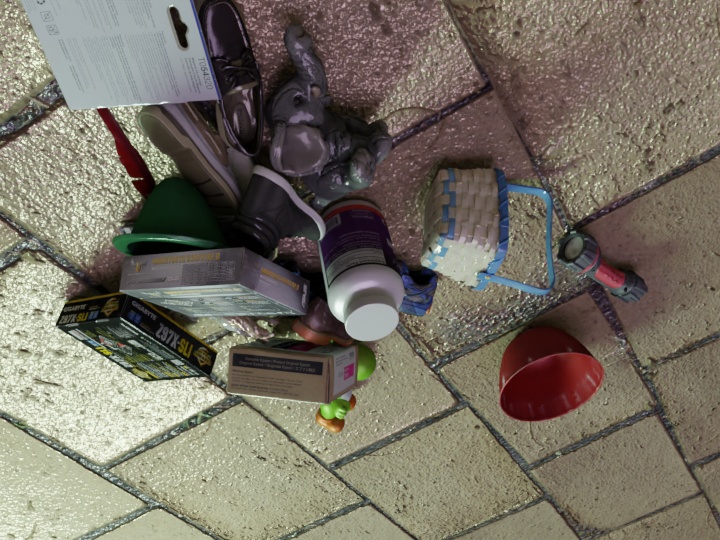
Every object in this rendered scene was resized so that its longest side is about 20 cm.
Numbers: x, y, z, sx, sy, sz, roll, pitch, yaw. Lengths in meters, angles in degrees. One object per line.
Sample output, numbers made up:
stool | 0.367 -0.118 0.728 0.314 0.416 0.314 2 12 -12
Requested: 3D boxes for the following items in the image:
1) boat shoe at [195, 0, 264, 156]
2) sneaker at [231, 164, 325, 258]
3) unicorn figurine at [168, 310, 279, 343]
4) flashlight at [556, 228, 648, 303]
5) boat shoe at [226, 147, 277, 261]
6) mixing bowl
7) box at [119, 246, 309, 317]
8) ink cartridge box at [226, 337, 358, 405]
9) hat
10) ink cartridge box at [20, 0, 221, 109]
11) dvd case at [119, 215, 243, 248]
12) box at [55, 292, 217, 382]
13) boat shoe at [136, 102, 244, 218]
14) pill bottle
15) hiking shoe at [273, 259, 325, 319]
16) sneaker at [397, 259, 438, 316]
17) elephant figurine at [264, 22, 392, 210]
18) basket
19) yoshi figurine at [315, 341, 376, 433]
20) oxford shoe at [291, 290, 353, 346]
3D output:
boat shoe | -0.149 -0.234 1.013 0.073 0.065 0.202 -27 130 -20
sneaker | -0.114 -0.058 1.134 0.100 0.070 0.200 -61 155 -8
unicorn figurine | -0.213 0.068 1.298 0.136 0.075 0.199 19 163 -28
flashlight | 0.415 -0.002 1.416 0.198 0.068 0.068 27 121 -33
boat shoe | -0.157 -0.086 1.183 0.071 0.060 0.205 10 122 22
mixing bowl | 0.335 0.177 1.545 0.197 0.109 0.202 -8 135 -8
box | -0.190 0.020 1.100 0.197 0.049 0.158 -4 162 29
ink cartridge box | -0.101 0.155 1.325 0.162 0.077 0.200 3 180 12
hat | -0.233 -0.107 1.086 0.163 0.179 0.200 -1 165 23
ink cartridge box | -0.271 -0.279 0.948 0.196 0.044 0.198 -3 136 7
dvd case | -0.233 -0.011 1.194 0.197 0.016 0.150 -1 131 28
box | -0.344 0.108 1.299 0.158 0.050 0.200 -7 144 36
boat shoe | -0.201 -0.150 1.083 0.074 0.069 0.201 2 140 37
pill bottle | 0.000 0.000 1.212 0.110 0.202 0.113 -7 137 -7
hiking shoe | -0.137 0.008 1.289 0.199 0.075 0.087 21 119 -43
sneaker | 0.041 0.015 1.343 0.197 0.076 0.079 8 124 -33
elephant figurine | -0.069 -0.189 1.074 0.199 0.141 0.157 32 80 -29
basket | 0.191 -0.062 1.228 0.197 0.179 0.140 10 148 -6
yoshi figurine | -0.022 0.198 1.485 0.110 0.113 0.202 -15 136 -22
oxford shoe | -0.039 0.073 1.332 0.074 0.071 0.200 -60 165 8
